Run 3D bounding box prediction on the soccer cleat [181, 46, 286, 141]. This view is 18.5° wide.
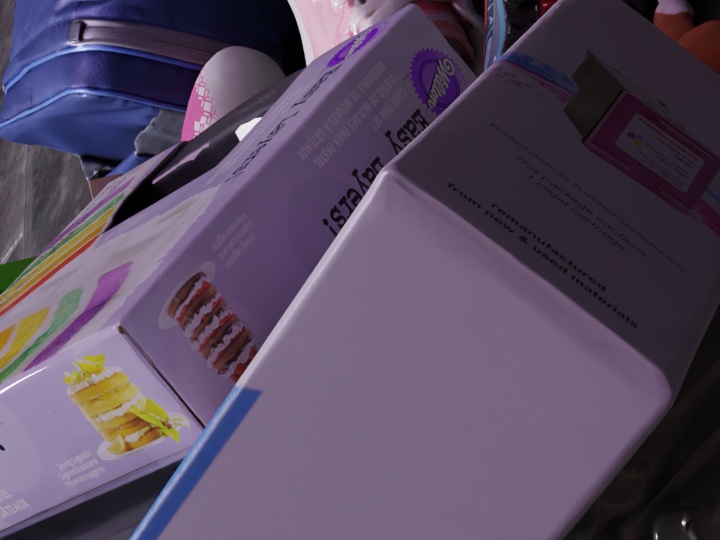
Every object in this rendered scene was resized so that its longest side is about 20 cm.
[{"bbox_3d":[-0.048,-0.018,1.095,0.086,0.069,0.201,159,114,-64],"label":"soccer cleat"}]

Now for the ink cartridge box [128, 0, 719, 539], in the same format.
[{"bbox_3d":[0.031,0.020,0.588,0.145,0.085,0.200,-55,-5,26],"label":"ink cartridge box"}]

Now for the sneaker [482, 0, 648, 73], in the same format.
[{"bbox_3d":[0.081,-0.075,0.829,0.096,0.079,0.201,-20,-65,-81],"label":"sneaker"}]

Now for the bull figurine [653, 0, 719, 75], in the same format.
[{"bbox_3d":[0.104,-0.034,0.708,0.200,0.065,0.122,-53,21,21],"label":"bull figurine"}]

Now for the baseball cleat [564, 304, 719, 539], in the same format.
[{"bbox_3d":[0.129,0.017,0.640,0.200,0.070,0.106,-44,-3,20],"label":"baseball cleat"}]

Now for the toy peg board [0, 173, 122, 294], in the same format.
[{"bbox_3d":[-0.126,0.095,1.062,0.199,0.097,0.201,-113,10,-56],"label":"toy peg board"}]

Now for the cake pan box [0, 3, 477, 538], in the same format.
[{"bbox_3d":[-0.066,0.006,0.736,0.184,0.052,0.200,-23,20,44],"label":"cake pan box"}]

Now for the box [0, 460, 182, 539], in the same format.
[{"bbox_3d":[-0.079,0.168,0.801,0.171,0.199,0.200,7,120,68],"label":"box"}]

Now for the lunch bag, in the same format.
[{"bbox_3d":[-0.123,-0.117,1.231,0.200,0.135,0.133,163,118,-65],"label":"lunch bag"}]

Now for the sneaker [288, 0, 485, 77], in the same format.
[{"bbox_3d":[0.006,-0.130,0.949,0.105,0.075,0.201,-9,98,68],"label":"sneaker"}]
